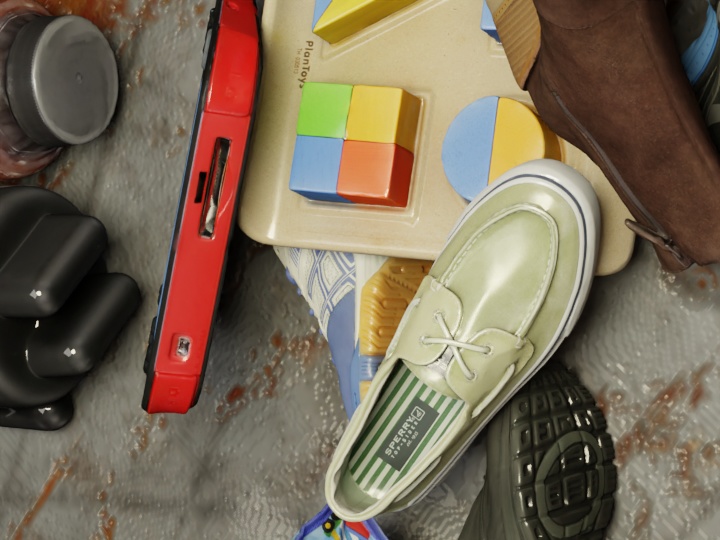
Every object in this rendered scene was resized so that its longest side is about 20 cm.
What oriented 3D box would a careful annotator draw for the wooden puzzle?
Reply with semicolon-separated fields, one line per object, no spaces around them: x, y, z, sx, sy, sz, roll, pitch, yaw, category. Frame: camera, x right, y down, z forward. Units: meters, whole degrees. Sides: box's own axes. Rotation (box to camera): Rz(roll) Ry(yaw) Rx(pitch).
0.041;-0.099;1.229;0.198;0.046;0.187;6;82;19;wooden puzzle

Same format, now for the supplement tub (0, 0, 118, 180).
-0.233;-0.102;1.438;0.199;0.107;0.108;-2;90;36;supplement tub

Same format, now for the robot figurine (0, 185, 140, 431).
-0.222;0.017;1.422;0.199;0.124;0.152;-1;91;35;robot figurine

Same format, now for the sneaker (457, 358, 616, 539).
0.075;0.141;1.248;0.090;0.076;0.202;-7;83;45;sneaker

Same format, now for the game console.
-0.083;-0.042;1.298;0.031;0.177;0.201;10;109;-9;game console

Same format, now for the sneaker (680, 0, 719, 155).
0.187;-0.093;1.120;0.083;0.071;0.200;50;155;19;sneaker

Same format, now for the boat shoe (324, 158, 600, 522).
0.048;0.040;1.182;0.072;0.062;0.201;32;116;9;boat shoe

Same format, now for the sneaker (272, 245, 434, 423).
0.000;0.000;1.303;0.088;0.075;0.202;-15;73;43;sneaker

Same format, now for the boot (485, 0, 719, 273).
0.127;-0.084;1.092;0.072;0.200;0.167;-35;91;-12;boot

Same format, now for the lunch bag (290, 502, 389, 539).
0.013;0.236;1.267;0.200;0.094;0.151;43;140;16;lunch bag
